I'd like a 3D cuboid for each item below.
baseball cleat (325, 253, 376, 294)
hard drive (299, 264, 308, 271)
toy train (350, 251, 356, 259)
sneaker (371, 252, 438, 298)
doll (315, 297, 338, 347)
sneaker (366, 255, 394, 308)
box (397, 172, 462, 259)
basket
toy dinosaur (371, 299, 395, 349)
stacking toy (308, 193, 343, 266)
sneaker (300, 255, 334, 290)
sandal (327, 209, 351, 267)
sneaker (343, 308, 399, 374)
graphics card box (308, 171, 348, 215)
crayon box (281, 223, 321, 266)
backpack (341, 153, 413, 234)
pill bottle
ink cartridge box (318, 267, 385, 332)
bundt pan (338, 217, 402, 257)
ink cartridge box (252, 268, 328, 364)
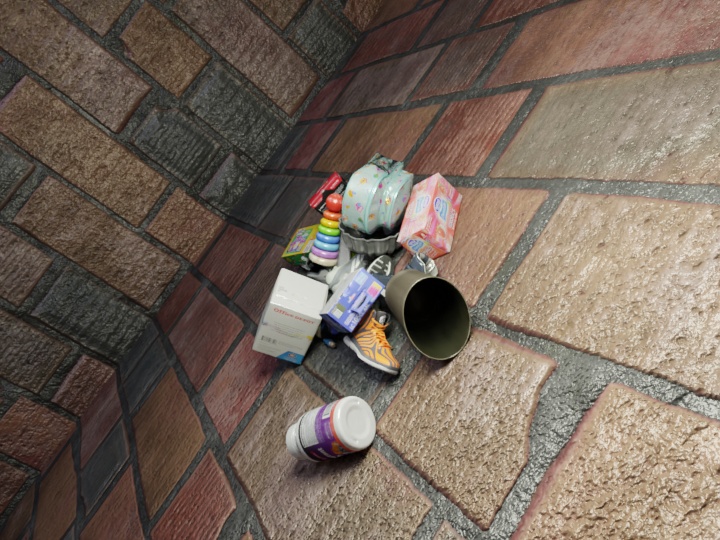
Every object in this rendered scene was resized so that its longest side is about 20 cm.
[{"bbox_3d":[0.000,0.000,1.751,0.200,0.070,0.107,-36,60,4],"label":"baseball cleat"},{"bbox_3d":[-0.128,-0.083,2.095,0.200,0.038,0.140,-54,25,-5],"label":"hard drive"},{"bbox_3d":[-0.006,-0.078,1.839,0.199,0.084,0.116,-21,49,47],"label":"toy train"},{"bbox_3d":[0.107,0.013,1.505,0.147,0.077,0.202,-60,34,9],"label":"sneaker"},{"bbox_3d":[-0.077,0.136,1.659,0.200,0.048,0.137,133,137,-59],"label":"doll"},{"bbox_3d":[0.017,0.044,1.640,0.201,0.074,0.080,-58,24,-13],"label":"sneaker"},{"bbox_3d":[0.177,-0.133,1.566,0.094,0.102,0.201,-26,35,44],"label":"box"},{"bbox_3d":[0.130,0.072,1.317,0.135,0.181,0.200,-27,18,-6],"label":"basket"},{"bbox_3d":[0.028,0.144,1.525,0.088,0.047,0.200,-37,31,15],"label":"toy dinosaur"},{"bbox_3d":[-0.085,-0.118,1.751,0.085,0.085,0.201,-130,52,-65],"label":"stacking toy"},{"bbox_3d":[-0.134,0.003,1.866,0.200,0.140,0.078,-12,46,53],"label":"sneaker"},{"bbox_3d":[-0.050,-0.111,1.808,0.079,0.208,0.059,7,15,31],"label":"sandal"},{"bbox_3d":[0.038,0.151,1.412,0.200,0.077,0.113,33,96,51],"label":"sneaker"},{"bbox_3d":[-0.046,-0.194,1.909,0.126,0.200,0.051,-47,26,12],"label":"graphics card box"},{"bbox_3d":[-0.172,-0.085,2.058,0.200,0.058,0.119,-6,50,57],"label":"crayon box"},{"bbox_3d":[0.042,-0.186,1.598,0.200,0.153,0.177,-35,-35,-46],"label":"backpack"},{"bbox_3d":[-0.071,0.349,1.339,0.200,0.111,0.112,-30,33,40],"label":"pill bottle"},{"bbox_3d":[-0.022,0.072,1.456,0.137,0.076,0.200,-53,4,-10],"label":"ink cartridge box"},{"bbox_3d":[0.040,-0.106,1.708,0.200,0.076,0.202,-4,35,3],"label":"bundt pan"},{"bbox_3d":[-0.194,0.128,1.721,0.145,0.146,0.201,-82,15,-50],"label":"ink cartridge box"}]
